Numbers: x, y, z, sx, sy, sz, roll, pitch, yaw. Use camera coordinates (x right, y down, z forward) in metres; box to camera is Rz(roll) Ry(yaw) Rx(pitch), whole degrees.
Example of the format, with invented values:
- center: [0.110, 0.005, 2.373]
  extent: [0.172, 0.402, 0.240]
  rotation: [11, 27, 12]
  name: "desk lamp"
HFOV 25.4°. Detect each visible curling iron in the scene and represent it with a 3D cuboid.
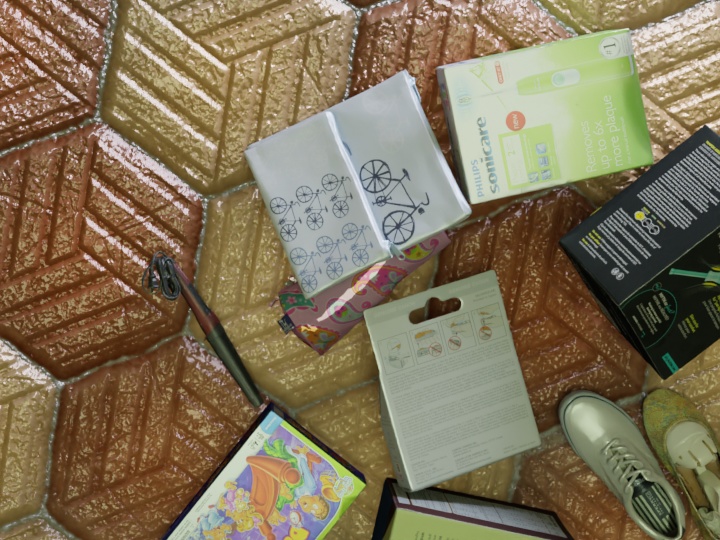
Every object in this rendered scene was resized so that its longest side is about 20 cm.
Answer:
- center: [-0.168, 0.066, 1.711]
  extent: [0.050, 0.026, 0.200]
  rotation: [-44, 105, -35]
  name: "curling iron"

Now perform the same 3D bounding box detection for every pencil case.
- center: [0.000, 0.000, 1.688]
  extent: [0.200, 0.087, 0.087]
  rotation: [-40, 98, 3]
  name: "pencil case"

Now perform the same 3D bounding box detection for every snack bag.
- center: [-0.002, -0.091, 1.657]
  extent: [0.199, 0.021, 0.189]
  rotation: [-25, 70, 6]
  name: "snack bag"

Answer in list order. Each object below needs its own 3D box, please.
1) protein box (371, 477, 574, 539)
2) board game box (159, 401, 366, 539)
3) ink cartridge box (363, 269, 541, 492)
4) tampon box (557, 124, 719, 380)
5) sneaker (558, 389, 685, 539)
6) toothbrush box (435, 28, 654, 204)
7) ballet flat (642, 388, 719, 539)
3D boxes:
- center: [0.107, 0.351, 1.716]
  extent: [0.199, 0.135, 0.199]
  rotation: [12, 96, -5]
  name: "protein box"
- center: [-0.107, 0.264, 1.735]
  extent: [0.134, 0.045, 0.200]
  rotation: [38, 93, -8]
  name: "board game box"
- center: [0.094, 0.118, 1.711]
  extent: [0.162, 0.057, 0.201]
  rotation: [-17, 91, -18]
  name: "ink cartridge box"
- center: [0.339, -0.018, 1.659]
  extent: [0.200, 0.126, 0.150]
  rotation: [-37, 133, 1]
  name: "tampon box"
- center: [0.294, 0.213, 1.742]
  extent: [0.073, 0.071, 0.200]
  rotation: [-42, 98, 2]
  name: "sneaker"
- center: [0.192, -0.163, 1.679]
  extent: [0.199, 0.086, 0.146]
  rotation: [-12, 98, -1]
  name: "toothbrush box"
- center: [0.376, 0.220, 1.752]
  extent: [0.071, 0.071, 0.201]
  rotation: [-27, 98, 0]
  name: "ballet flat"
